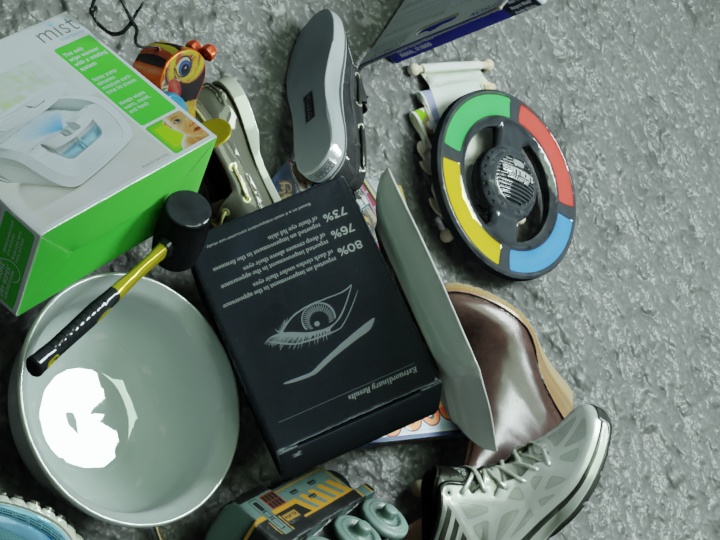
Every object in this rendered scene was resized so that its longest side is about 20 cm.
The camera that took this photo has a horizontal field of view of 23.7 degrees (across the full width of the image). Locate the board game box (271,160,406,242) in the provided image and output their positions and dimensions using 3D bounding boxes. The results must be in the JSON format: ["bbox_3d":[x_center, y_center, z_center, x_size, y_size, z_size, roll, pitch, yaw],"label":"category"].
[{"bbox_3d":[0.000,0.000,1.561,0.135,0.035,0.201,11,50,-36],"label":"board game box"}]

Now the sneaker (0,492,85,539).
[{"bbox_3d":[-0.241,0.234,1.273,0.200,0.078,0.090,38,56,-25],"label":"sneaker"}]

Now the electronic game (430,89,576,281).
[{"bbox_3d":[0.147,-0.087,1.739,0.200,0.042,0.201,15,66,-37],"label":"electronic game"}]

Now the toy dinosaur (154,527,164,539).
[{"bbox_3d":[-0.105,0.273,1.405,0.200,0.060,0.106,29,28,-29],"label":"toy dinosaur"}]

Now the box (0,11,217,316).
[{"bbox_3d":[-0.247,-0.087,1.326,0.176,0.097,0.200,41,44,15],"label":"box"}]

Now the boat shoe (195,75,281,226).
[{"bbox_3d":[-0.110,-0.067,1.509,0.060,0.072,0.202,-21,93,-26],"label":"boat shoe"}]

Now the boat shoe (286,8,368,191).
[{"bbox_3d":[-0.021,-0.156,1.602,0.066,0.070,0.200,28,40,-34],"label":"boat shoe"}]

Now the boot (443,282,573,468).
[{"bbox_3d":[0.120,0.124,1.580,0.200,0.072,0.167,44,46,-21],"label":"boot"}]

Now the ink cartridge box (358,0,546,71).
[{"bbox_3d":[0.112,-0.271,1.691,0.041,0.199,0.200,51,48,-22],"label":"ink cartridge box"}]

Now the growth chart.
[{"bbox_3d":[0.107,-0.127,1.757,0.144,0.018,0.201,-2,76,-42],"label":"growth chart"}]

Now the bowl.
[{"bbox_3d":[-0.200,0.108,1.346,0.201,0.090,0.202,16,65,-37],"label":"bowl"}]

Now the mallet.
[{"bbox_3d":[-0.179,0.008,1.291,0.041,0.066,0.200,36,44,9],"label":"mallet"}]

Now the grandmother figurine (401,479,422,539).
[{"bbox_3d":[0.092,0.241,1.579,0.200,0.060,0.122,-31,104,-41],"label":"grandmother figurine"}]

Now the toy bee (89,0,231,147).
[{"bbox_3d":[-0.157,-0.144,1.435,0.131,0.200,0.109,38,43,19],"label":"toy bee"}]

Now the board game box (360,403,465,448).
[{"bbox_3d":[0.047,0.094,1.608,0.200,0.034,0.136,-2,75,-42],"label":"board game box"}]

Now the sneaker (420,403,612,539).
[{"bbox_3d":[0.128,0.183,1.497,0.115,0.076,0.201,36,89,-21],"label":"sneaker"}]

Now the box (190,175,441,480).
[{"bbox_3d":[-0.040,0.048,1.410,0.148,0.104,0.200,-22,73,-7],"label":"box"}]

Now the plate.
[{"bbox_3d":[0.058,0.041,1.440,0.032,0.200,0.200,-22,64,-2],"label":"plate"}]

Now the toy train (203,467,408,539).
[{"bbox_3d":[-0.042,0.220,1.421,0.114,0.085,0.200,38,24,16],"label":"toy train"}]
